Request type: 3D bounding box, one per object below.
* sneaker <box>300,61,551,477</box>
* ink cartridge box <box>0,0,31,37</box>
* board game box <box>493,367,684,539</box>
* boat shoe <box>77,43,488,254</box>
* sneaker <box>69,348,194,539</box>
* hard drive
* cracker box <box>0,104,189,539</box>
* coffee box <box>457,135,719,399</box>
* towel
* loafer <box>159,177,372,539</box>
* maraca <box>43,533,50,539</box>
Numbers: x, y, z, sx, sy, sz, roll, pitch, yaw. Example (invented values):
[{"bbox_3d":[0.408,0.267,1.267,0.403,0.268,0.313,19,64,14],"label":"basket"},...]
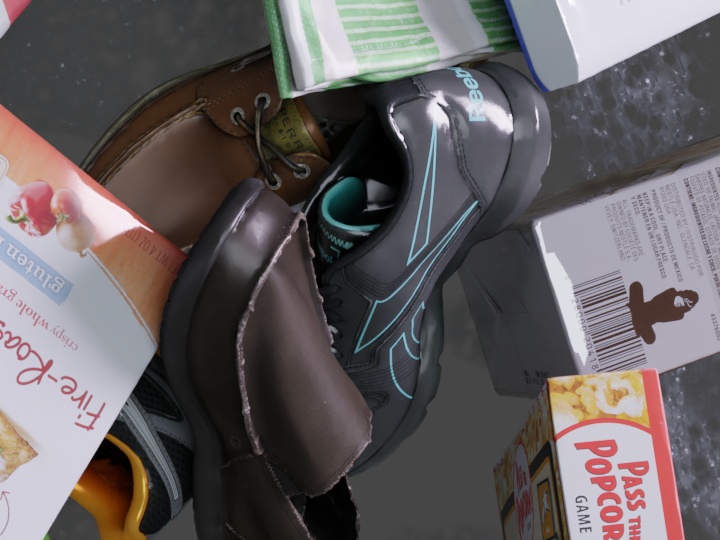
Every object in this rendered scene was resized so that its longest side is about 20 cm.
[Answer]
[{"bbox_3d":[0.000,0.000,1.018,0.079,0.075,0.200,0,125,-41],"label":"sneaker"},{"bbox_3d":[-0.215,-0.160,0.979,0.200,0.084,0.144,41,81,-15],"label":"ink cartridge box"},{"bbox_3d":[0.096,0.155,0.994,0.046,0.152,0.201,-6,74,-7],"label":"board game box"},{"bbox_3d":[-0.035,-0.061,1.042,0.200,0.068,0.072,-35,100,-12],"label":"boat shoe"},{"bbox_3d":[-0.136,0.032,0.998,0.200,0.078,0.077,37,48,-14],"label":"sneaker"},{"bbox_3d":[0.113,-0.163,1.049,0.200,0.025,0.132,-28,101,-48],"label":"hard drive"},{"bbox_3d":[-0.163,0.042,0.909,0.134,0.058,0.200,39,65,-21],"label":"cracker box"},{"bbox_3d":[0.153,-0.013,1.075,0.199,0.114,0.080,-19,95,-16],"label":"coffee box"},{"bbox_3d":[0.031,-0.154,1.006,0.200,0.023,0.153,-15,95,-42],"label":"towel"},{"bbox_3d":[-0.026,0.045,0.972,0.071,0.200,0.073,18,53,18],"label":"loafer"},{"bbox_3d":[-0.211,0.140,0.969,0.200,0.107,0.137,-32,61,-21],"label":"maraca"}]
